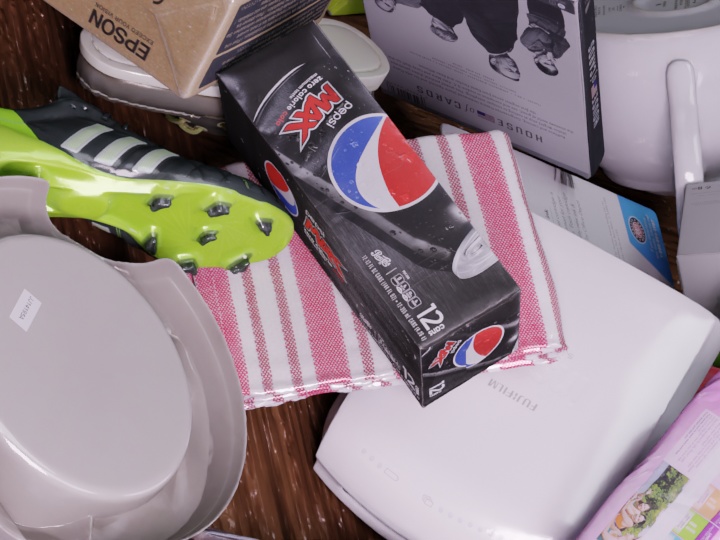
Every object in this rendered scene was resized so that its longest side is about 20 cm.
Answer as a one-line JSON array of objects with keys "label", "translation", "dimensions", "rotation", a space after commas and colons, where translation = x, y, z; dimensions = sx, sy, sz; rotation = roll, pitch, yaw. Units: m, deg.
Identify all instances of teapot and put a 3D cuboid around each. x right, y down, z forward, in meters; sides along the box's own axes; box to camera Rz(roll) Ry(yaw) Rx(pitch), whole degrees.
[{"label": "teapot", "translation": [0.215, -0.110, 1.821], "dimensions": [0.200, 0.197, 0.146], "rotation": [-22, 113, -35]}]

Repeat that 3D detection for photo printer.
[{"label": "photo printer", "translation": [0.081, 0.074, 1.488], "dimensions": [0.166, 0.069, 0.200], "rotation": [30, 64, 10]}]

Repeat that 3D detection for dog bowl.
[{"label": "dog bowl", "translation": [-0.149, 0.054, 1.320], "dimensions": [0.200, 0.059, 0.200], "rotation": [30, 42, -30]}]

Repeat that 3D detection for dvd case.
[{"label": "dvd case", "translation": [0.069, -0.137, 1.604], "dimensions": [0.150, 0.200, 0.025], "rotation": [25, 69, 18]}]

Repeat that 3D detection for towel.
[{"label": "towel", "translation": [0.000, 0.000, 1.473], "dimensions": [0.200, 0.030, 0.146], "rotation": [-8, 60, -7]}]

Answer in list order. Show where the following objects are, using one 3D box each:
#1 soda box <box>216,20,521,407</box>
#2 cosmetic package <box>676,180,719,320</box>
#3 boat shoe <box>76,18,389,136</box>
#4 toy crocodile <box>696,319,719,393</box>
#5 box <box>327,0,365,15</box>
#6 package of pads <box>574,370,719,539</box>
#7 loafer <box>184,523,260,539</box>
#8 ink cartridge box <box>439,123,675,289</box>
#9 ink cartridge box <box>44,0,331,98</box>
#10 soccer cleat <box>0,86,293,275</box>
[{"label": "soda box", "translation": [0.004, -0.032, 1.432], "dimensions": [0.063, 0.071, 0.200], "rotation": [-30, 64, -14]}, {"label": "cosmetic package", "translation": [0.235, 0.048, 1.711], "dimensions": [0.083, 0.051, 0.200], "rotation": [-77, 157, -55]}, {"label": "boat shoe", "translation": [-0.075, -0.104, 1.533], "dimensions": [0.202, 0.060, 0.072], "rotation": [-1, 45, -39]}, {"label": "toy crocodile", "translation": [0.221, 0.056, 1.572], "dimensions": [0.200, 0.067, 0.062], "rotation": [-55, 148, -29]}, {"label": "box", "translation": [0.028, -0.230, 1.787], "dimensions": [0.200, 0.048, 0.122], "rotation": [-11, 71, -52]}, {"label": "package of pads", "translation": [0.157, 0.159, 1.421], "dimensions": [0.076, 0.200, 0.121], "rotation": [36, -14, 23]}, {"label": "loafer", "translation": [-0.017, 0.158, 1.389], "dimensions": [0.200, 0.072, 0.063], "rotation": [8, 51, -43]}, {"label": "ink cartridge box", "translation": [0.104, -0.002, 1.667], "dimensions": [0.200, 0.067, 0.116], "rotation": [21, 48, -40]}, {"label": "ink cartridge box", "translation": [-0.119, -0.196, 1.500], "dimensions": [0.200, 0.075, 0.165], "rotation": [36, 31, 12]}, {"label": "soccer cleat", "translation": [-0.126, -0.052, 1.413], "dimensions": [0.200, 0.068, 0.081], "rotation": [13, 45, -27]}]
